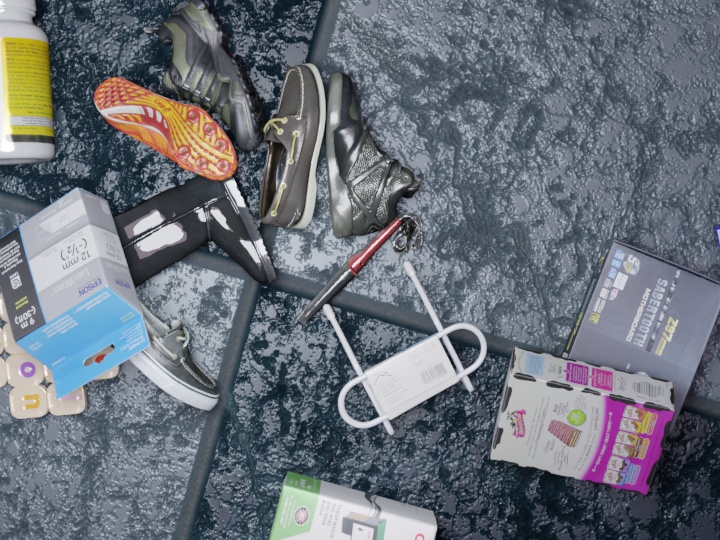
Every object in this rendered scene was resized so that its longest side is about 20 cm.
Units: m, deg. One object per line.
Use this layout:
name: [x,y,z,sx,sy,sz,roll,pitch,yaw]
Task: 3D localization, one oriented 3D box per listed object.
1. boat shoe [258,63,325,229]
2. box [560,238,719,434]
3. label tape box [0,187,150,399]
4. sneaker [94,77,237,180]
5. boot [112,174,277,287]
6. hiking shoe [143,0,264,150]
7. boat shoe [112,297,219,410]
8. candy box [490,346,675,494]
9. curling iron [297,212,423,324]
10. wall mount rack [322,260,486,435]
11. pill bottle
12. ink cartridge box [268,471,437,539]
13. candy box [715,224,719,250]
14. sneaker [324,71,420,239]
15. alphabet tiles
boat shoe: [-0.087,-0.154,1.530,0.060,0.071,0.204,3,93,-33]
box: [0.346,0.081,1.559,0.156,0.051,0.202,22,92,-2]
label tape box: [-0.343,0.027,1.469,0.142,0.066,0.202,-29,65,17]
sneaker: [-0.231,-0.173,1.528,0.199,0.077,0.073,33,84,11]
boot: [-0.220,-0.020,1.539,0.198,0.066,0.166,-26,83,-3]
hiking shoe: [-0.189,-0.228,1.542,0.100,0.076,0.202,-26,82,8]
boat shoe: [-0.241,0.091,1.523,0.200,0.072,0.071,41,94,-18]
candy box: [0.267,0.182,1.517,0.197,0.061,0.138,12,123,4]
curling iron: [0.000,0.000,1.564,0.199,0.026,0.050,-39,88,0]
wall mount rack: [0.048,0.098,1.540,0.198,0.075,0.175,-28,101,-1]
pill bottle: [-0.430,-0.232,1.510,0.111,0.112,0.203,-3,91,-1]
ink cartridge box: [-0.015,0.349,1.540,0.197,0.084,0.148,14,91,-1]
candy box: [0.561,0.002,1.549,0.197,0.077,0.171,-13,91,-2]
sneaker: [0.011,-0.145,1.540,0.113,0.076,0.202,-7,94,-3]
alphabet tiles: [-0.398,0.081,1.560,0.193,0.015,0.203,-6,91,6]
